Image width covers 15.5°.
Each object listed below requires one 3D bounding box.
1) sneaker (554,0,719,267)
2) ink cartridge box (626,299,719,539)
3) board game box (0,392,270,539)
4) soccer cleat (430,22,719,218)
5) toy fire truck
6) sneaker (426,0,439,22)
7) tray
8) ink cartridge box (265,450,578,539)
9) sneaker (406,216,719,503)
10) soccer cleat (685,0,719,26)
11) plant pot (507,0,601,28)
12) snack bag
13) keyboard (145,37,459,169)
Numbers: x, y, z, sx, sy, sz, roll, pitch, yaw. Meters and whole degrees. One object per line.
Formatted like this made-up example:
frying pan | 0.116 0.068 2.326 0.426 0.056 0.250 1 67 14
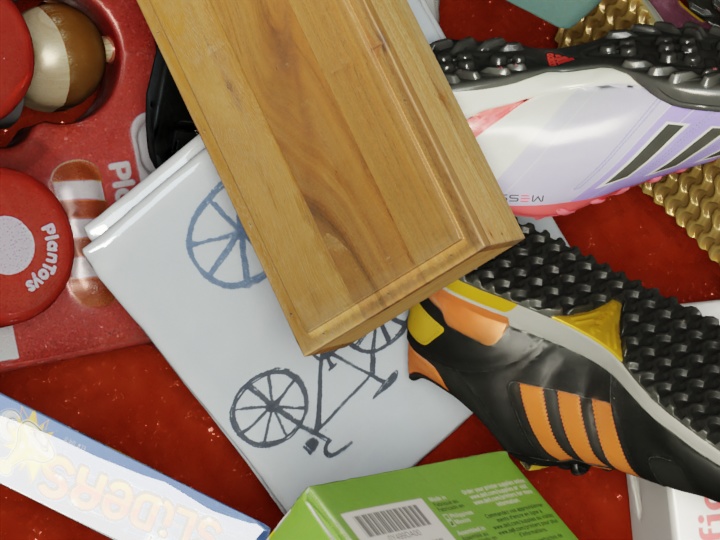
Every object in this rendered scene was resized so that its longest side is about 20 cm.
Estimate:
sneaker | 0.167 -0.064 1.193 0.090 0.075 0.200 -7 50 -39
ink cartridge box | 0.223 0.081 1.187 0.199 0.084 0.146 -6 84 -5
board game box | -0.137 0.081 1.129 0.199 0.135 0.035 26 83 -2
soccer cleat | 0.098 -0.058 1.113 0.199 0.068 0.074 -3 116 1
toy fire truck | -0.138 -0.054 1.167 0.167 0.112 0.201 -9 86 -30
sneaker | 0.053 -0.191 1.200 0.114 0.075 0.201 0 82 -2
tray | -0.022 -0.078 1.071 0.098 0.037 0.201 -31 80 31
ink cartridge box | -0.012 0.177 1.105 0.076 0.147 0.200 50 119 23
sneaker | 0.105 0.057 1.127 0.200 0.090 0.070 33 40 21
soccer cleat | 0.149 -0.199 1.182 0.200 0.068 0.073 57 48 -28
plant pot | 0.092 -0.208 1.060 0.141 0.201 0.141 27 47 6
snack bag | 0.000 0.000 1.166 0.188 0.021 0.200 -41 119 -10
keyboard | -0.006 -0.061 1.185 0.199 0.040 0.105 7 106 -23
